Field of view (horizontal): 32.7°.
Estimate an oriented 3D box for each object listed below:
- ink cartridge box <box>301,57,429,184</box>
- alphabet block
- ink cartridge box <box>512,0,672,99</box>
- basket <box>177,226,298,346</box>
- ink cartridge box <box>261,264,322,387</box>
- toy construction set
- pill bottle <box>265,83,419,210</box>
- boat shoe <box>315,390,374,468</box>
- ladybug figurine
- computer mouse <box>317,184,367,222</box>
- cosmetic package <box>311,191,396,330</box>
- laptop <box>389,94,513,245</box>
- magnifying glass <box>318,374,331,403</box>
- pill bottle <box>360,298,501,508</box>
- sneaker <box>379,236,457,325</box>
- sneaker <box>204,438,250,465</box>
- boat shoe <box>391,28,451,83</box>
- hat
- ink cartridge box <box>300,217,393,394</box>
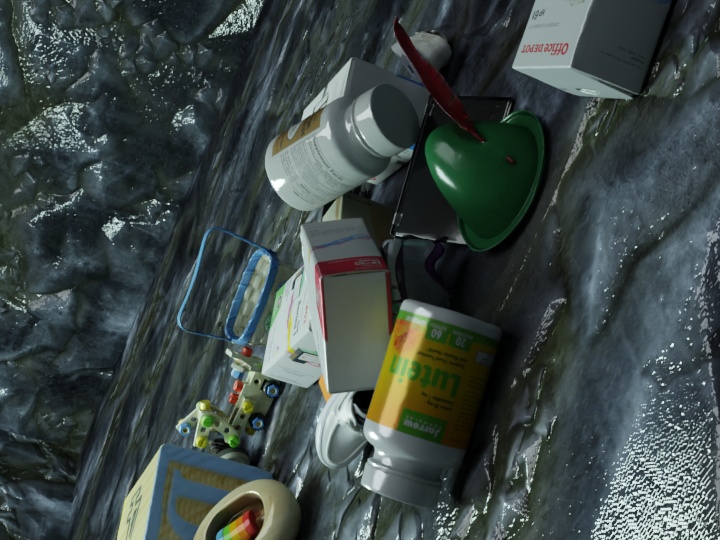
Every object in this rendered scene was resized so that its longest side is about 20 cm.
[{"bbox_3d":[0.009,-0.209,1.762,0.200,0.146,0.084,144,141,-63],"label":"ink cartridge box"},{"bbox_3d":[-0.263,0.414,1.898,0.200,0.195,0.197,126,158,-46],"label":"alphabet block"},{"bbox_3d":[0.242,-0.278,1.214,0.145,0.085,0.200,-152,80,-72],"label":"ink cartridge box"},{"bbox_3d":[-0.184,0.037,2.011,0.139,0.200,0.177,-163,90,-73],"label":"basket"},{"bbox_3d":[-0.065,0.069,1.813,0.200,0.084,0.145,137,147,-56],"label":"ink cartridge box"},{"bbox_3d":[-0.208,0.208,2.026,0.200,0.131,0.092,-61,19,22],"label":"toy construction set"},{"bbox_3d":[-0.023,-0.165,1.616,0.200,0.114,0.115,-25,46,41],"label":"pill bottle"},{"bbox_3d":[0.000,0.171,1.527,0.065,0.073,0.200,-103,34,-67],"label":"boat shoe"},{"bbox_3d":[-0.158,0.377,1.733,0.200,0.072,0.136,-35,45,22],"label":"ladybug figurine"},{"bbox_3d":[-0.019,-0.075,1.818,0.200,0.053,0.139,27,-104,-80],"label":"computer mouse"},{"bbox_3d":[0.000,0.000,1.653,0.071,0.105,0.200,-50,29,45],"label":"cosmetic package"},{"bbox_3d":[0.119,-0.116,1.559,0.200,0.116,0.188,46,-120,-77],"label":"laptop"},{"bbox_3d":[-0.031,0.194,1.691,0.200,0.022,0.080,-116,46,-67],"label":"magnifying glass"},{"bbox_3d":[0.068,0.140,1.283,0.111,0.111,0.200,-172,99,-73],"label":"pill bottle"},{"bbox_3d":[0.075,0.059,1.432,0.074,0.087,0.200,-157,61,-84],"label":"sneaker"},{"bbox_3d":[-0.239,0.322,2.107,0.200,0.075,0.106,128,151,-51],"label":"sneaker"},{"bbox_3d":[0.094,-0.312,1.755,0.070,0.071,0.200,-36,9,3],"label":"boat shoe"},{"bbox_3d":[0.087,-0.137,1.366,0.166,0.176,0.200,-56,26,28],"label":"hat"},{"bbox_3d":[-0.016,0.036,1.445,0.200,0.085,0.148,-109,14,-68],"label":"ink cartridge box"}]
